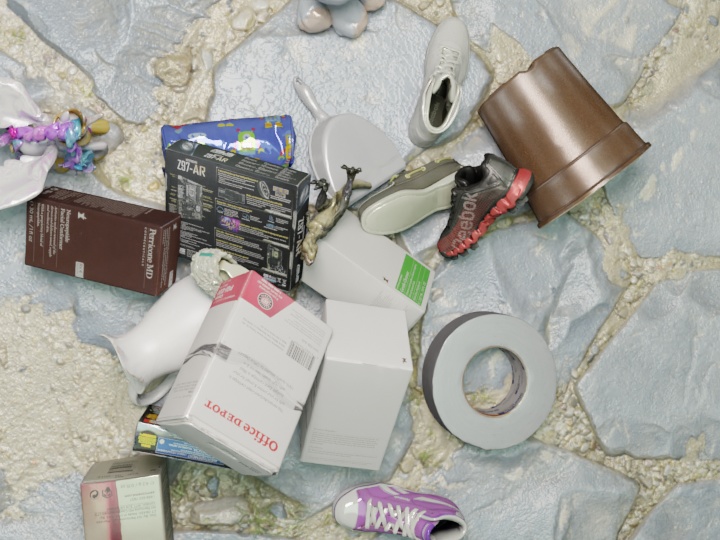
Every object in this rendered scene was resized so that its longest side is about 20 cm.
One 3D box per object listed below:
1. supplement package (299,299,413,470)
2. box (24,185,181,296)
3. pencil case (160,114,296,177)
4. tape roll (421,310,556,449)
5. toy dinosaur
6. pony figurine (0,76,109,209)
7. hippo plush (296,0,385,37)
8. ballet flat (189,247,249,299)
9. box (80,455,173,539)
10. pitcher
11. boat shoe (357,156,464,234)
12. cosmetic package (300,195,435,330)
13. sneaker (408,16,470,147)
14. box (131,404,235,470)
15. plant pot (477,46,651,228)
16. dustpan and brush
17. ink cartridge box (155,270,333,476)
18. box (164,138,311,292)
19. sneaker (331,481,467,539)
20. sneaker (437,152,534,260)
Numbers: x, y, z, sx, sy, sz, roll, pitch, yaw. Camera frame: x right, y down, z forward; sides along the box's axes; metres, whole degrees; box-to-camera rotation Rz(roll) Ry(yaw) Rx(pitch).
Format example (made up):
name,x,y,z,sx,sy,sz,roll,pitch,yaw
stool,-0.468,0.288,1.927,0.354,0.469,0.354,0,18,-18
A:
name,x,y,z,sx,sy,sz,roll,pitch,yaw
supplement package,-0.010,0.160,1.182,0.119,0.121,0.203,9,127,-10
box,-0.349,-0.041,1.152,0.196,0.075,0.102,12,109,7
pencil case,-0.188,-0.173,1.215,0.196,0.078,0.089,-8,84,-10
tape roll,0.195,0.165,1.292,0.196,0.066,0.205,0,90,-10
toy dinosaur,-0.034,-0.094,1.140,0.047,0.089,0.201,23,48,16
pony figurine,-0.421,-0.171,1.113,0.189,0.200,0.170,-12,93,-9
hippo plush,-0.028,-0.442,1.199,0.156,0.161,0.204,-17,93,-9
ballet flat,-0.143,0.042,1.133,0.200,0.072,0.072,42,83,-31
box,-0.316,0.371,1.172,0.107,0.128,0.204,-4,91,-9
pitcher,-0.248,0.099,1.193,0.198,0.173,0.121,-32,63,-24
boat shoe,0.076,-0.113,1.254,0.199,0.073,0.060,-23,51,-23
cosmetic package,0.000,0.000,1.225,0.198,0.108,0.085,35,126,-10
sneaker,0.129,-0.287,1.253,0.072,0.116,0.204,15,87,-8
box,-0.230,0.222,1.149,0.134,0.200,0.041,13,85,-9
plant pot,0.287,-0.203,1.251,0.199,0.200,0.200,-35,88,-8
dustpan and brush,-0.037,-0.204,1.255,0.139,0.057,0.202,-34,98,-28
ink cartridge box,-0.137,0.128,1.039,0.145,0.084,0.203,38,57,-27
box,-0.170,-0.075,1.151,0.196,0.044,0.163,16,121,15
sneaker,0.060,0.360,1.246,0.196,0.114,0.074,3,91,-9
sneaker,0.161,-0.096,1.237,0.097,0.201,0.071,36,44,-7
